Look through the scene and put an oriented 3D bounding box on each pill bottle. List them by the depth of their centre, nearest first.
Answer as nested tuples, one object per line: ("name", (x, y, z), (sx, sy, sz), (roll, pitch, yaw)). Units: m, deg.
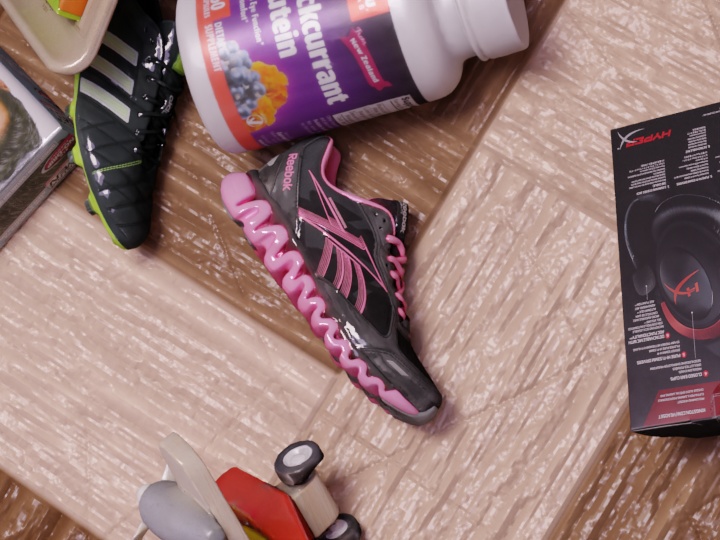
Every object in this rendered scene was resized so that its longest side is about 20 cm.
("pill bottle", (-0.003, -0.148, 1.389), (0.199, 0.111, 0.112), (-15, 77, 13))

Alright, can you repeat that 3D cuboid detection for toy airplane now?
("toy airplane", (-0.058, 0.197, 1.299), (0.140, 0.199, 0.201), (-25, 76, 0))

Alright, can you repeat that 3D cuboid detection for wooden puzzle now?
("wooden puzzle", (-0.169, -0.238, 1.418), (0.201, 0.037, 0.185), (-62, 30, 12))

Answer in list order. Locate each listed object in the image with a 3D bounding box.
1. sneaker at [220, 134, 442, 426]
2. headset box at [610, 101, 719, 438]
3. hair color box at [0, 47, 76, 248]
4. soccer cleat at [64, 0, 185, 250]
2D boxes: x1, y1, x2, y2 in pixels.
("sneaker", (0.000, 0.000, 1.389), (0.095, 0.079, 0.201), (-34, 74, -4))
("headset box", (0.225, 0.007, 1.288), (0.148, 0.075, 0.202), (-13, 75, 42))
("hair color box", (-0.279, -0.117, 1.490), (0.099, 0.061, 0.200), (-46, 73, 4))
("soccer cleat", (-0.144, -0.114, 1.448), (0.080, 0.068, 0.202), (-11, 75, 15))
